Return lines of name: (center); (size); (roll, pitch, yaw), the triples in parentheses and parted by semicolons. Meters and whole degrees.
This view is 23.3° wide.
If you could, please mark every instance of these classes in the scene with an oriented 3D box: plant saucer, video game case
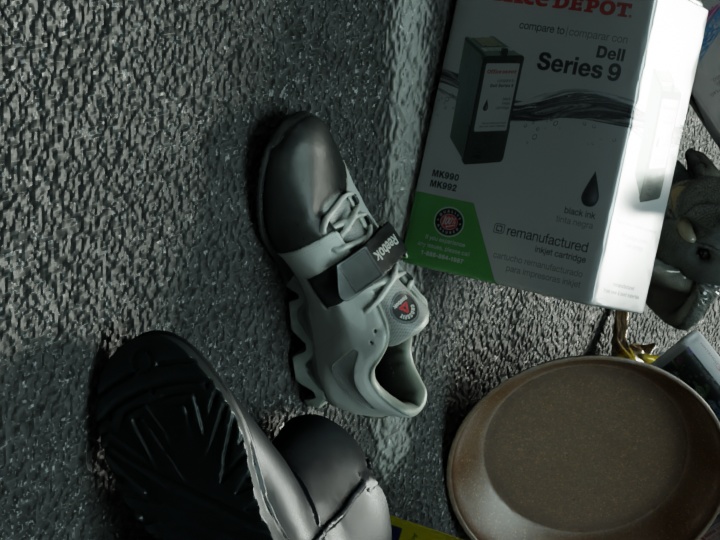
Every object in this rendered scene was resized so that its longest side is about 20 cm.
plant saucer: (0.160, 0.135, 1.234); (0.037, 0.198, 0.202); (-87, 170, -58)
video game case: (0.246, 0.158, 1.275); (0.023, 0.182, 0.200); (-32, 170, -34)

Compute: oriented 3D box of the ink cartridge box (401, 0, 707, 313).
ink cartridge box: (0.122, -0.087, 1.106); (0.084, 0.145, 0.202); (9, 93, -56)

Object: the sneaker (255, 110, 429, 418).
sneaker: (0.000, 0.000, 1.005); (0.074, 0.088, 0.201); (-45, 134, -38)

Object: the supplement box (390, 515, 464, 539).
supplement box: (0.093, 0.240, 1.126); (0.109, 0.199, 0.110); (30, 76, -57)

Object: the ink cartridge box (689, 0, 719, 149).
ink cartridge box: (0.273, -0.148, 1.267); (0.085, 0.201, 0.148); (-32, 146, 11)

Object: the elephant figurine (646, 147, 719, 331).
elephant figurine: (0.220, -0.031, 1.211); (0.154, 0.200, 0.142); (-9, 127, -50)

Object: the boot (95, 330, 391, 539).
boot: (-0.058, 0.110, 0.963); (0.201, 0.076, 0.168); (60, 16, -5)

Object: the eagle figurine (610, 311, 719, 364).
eagle figurine: (0.266, 0.091, 1.323); (0.150, 0.199, 0.153); (-13, 99, -50)
